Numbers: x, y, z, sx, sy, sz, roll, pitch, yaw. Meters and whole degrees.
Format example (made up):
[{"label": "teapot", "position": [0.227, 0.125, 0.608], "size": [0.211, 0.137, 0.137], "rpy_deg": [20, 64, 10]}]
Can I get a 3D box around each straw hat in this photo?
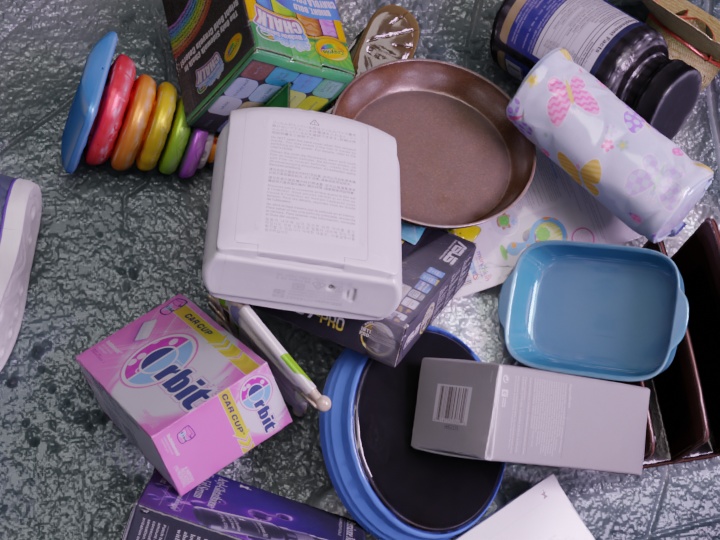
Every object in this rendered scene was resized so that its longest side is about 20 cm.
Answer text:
[{"label": "straw hat", "position": [0.328, -0.225, 1.455], "size": [0.200, 0.201, 0.086], "rpy_deg": [32, 110, 4]}]

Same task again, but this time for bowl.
[{"label": "bowl", "position": [0.053, 0.144, 1.258], "size": [0.199, 0.039, 0.204], "rpy_deg": [12, 70, -36]}]

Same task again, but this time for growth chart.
[{"label": "growth chart", "position": [-0.085, 0.073, 1.234], "size": [0.018, 0.200, 0.145], "rpy_deg": [-39, 88, -11]}]

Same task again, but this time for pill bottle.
[{"label": "pill bottle", "position": [0.233, -0.207, 1.392], "size": [0.112, 0.112, 0.199], "rpy_deg": [-41, 60, -19]}]

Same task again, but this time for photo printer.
[{"label": "photo printer", "position": [-0.046, -0.058, 1.190], "size": [0.164, 0.070, 0.202], "rpy_deg": [8, 46, -9]}]

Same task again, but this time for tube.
[{"label": "tube", "position": [0.068, -0.100, 1.360], "size": [0.077, 0.051, 0.200], "rpy_deg": [22, 48, 22]}]

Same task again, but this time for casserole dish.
[{"label": "casserole dish", "position": [0.218, 0.038, 1.298], "size": [0.198, 0.039, 0.123], "rpy_deg": [6, 84, 39]}]

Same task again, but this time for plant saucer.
[{"label": "plant saucer", "position": [0.067, -0.114, 1.325], "size": [0.197, 0.035, 0.202], "rpy_deg": [5, 54, -7]}]

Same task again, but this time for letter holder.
[{"label": "letter holder", "position": [0.292, 0.068, 1.316], "size": [0.099, 0.142, 0.203], "rpy_deg": [-6, 71, -11]}]

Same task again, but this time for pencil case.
[{"label": "pencil case", "position": [0.229, -0.117, 1.295], "size": [0.200, 0.083, 0.091], "rpy_deg": [41, 72, 13]}]

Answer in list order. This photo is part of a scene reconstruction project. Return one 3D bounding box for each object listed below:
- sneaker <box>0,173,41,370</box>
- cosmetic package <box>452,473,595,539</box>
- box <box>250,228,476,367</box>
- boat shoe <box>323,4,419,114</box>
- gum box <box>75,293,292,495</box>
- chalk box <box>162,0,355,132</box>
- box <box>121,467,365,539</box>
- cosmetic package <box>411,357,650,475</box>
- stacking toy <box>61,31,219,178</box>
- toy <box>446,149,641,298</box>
[{"label": "sneaker", "position": [-0.381, -0.002, 1.280], "size": [0.144, 0.081, 0.203], "rpy_deg": [9, 72, 3]}, {"label": "cosmetic package", "position": [0.130, 0.300, 1.254], "size": [0.198, 0.052, 0.152], "rpy_deg": [-30, 82, -17]}, {"label": "box", "position": [0.000, 0.000, 1.274], "size": [0.160, 0.050, 0.200], "rpy_deg": [25, 29, 13]}, {"label": "boat shoe", "position": [-0.004, -0.167, 1.400], "size": [0.073, 0.065, 0.202], "rpy_deg": [32, 86, -7]}, {"label": "gum box", "position": [-0.159, 0.100, 1.221], "size": [0.113, 0.199, 0.067], "rpy_deg": [-32, 121, -18]}, {"label": "chalk box", "position": [-0.094, -0.204, 1.330], "size": [0.123, 0.125, 0.202], "rpy_deg": [8, 57, -40]}, {"label": "box", "position": [-0.100, 0.250, 1.174], "size": [0.197, 0.148, 0.106], "rpy_deg": [18, 97, -3]}, {"label": "cosmetic package", "position": [0.153, 0.130, 1.242], "size": [0.198, 0.106, 0.092], "rpy_deg": [14, 81, -36]}, {"label": "stacking toy", "position": [-0.180, -0.132, 1.350], "size": [0.197, 0.110, 0.117], "rpy_deg": [18, 53, -14]}, {"label": "toy", "position": [0.165, -0.052, 1.392], "size": [0.197, 0.047, 0.117], "rpy_deg": [-17, 78, -9]}]
